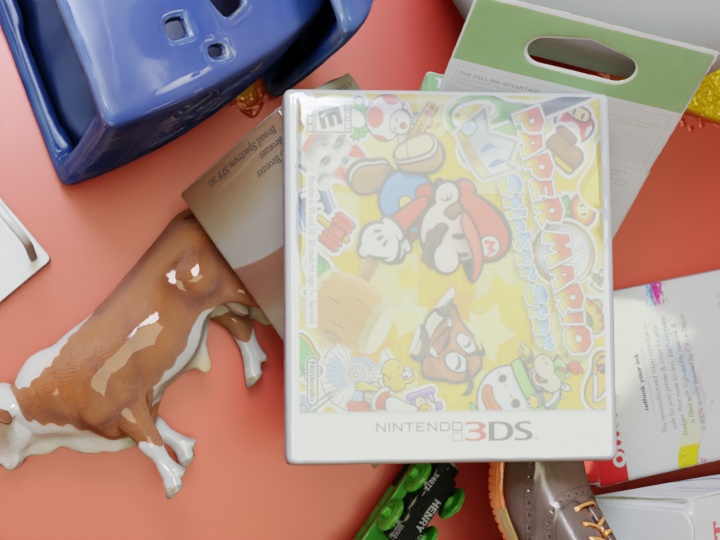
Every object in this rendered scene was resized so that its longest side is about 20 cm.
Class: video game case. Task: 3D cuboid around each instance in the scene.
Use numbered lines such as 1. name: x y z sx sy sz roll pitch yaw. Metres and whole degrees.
1. video game case: 0.048 0.003 0.828 0.180 0.023 0.202 0 85 -7

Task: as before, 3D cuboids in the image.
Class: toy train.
1. toy train: -0.006 0.196 0.933 0.042 0.056 0.201 39 81 -16

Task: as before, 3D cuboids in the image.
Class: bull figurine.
1. bull figurine: -0.130 0.058 0.916 0.121 0.065 0.200 42 81 -8

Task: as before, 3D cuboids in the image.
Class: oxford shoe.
1. oxford shoe: 0.123 0.151 0.861 0.071 0.073 0.202 -12 94 -46

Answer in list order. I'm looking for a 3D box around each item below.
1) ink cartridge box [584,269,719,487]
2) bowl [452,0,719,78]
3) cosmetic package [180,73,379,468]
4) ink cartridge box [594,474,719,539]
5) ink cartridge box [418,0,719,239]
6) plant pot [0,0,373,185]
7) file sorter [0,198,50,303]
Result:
1. ink cartridge box: 0.184 0.067 0.968 0.198 0.067 0.117 -10 88 -10
2. bowl: 0.130 -0.173 0.923 0.198 0.200 0.075 13 110 -11
3. cosmetic package: 0.000 0.000 0.897 0.201 0.103 0.087 53 36 1
4. ink cartridge box: 0.236 0.196 0.920 0.199 0.084 0.147 -1 86 -38
5. ink cartridge box: 0.105 -0.086 0.904 0.144 0.201 0.048 12 47 -8
6. plant pot: -0.111 -0.179 0.872 0.179 0.200 0.202 -21 90 -17
7. file sorter: -0.298 0.001 0.860 0.200 0.125 0.139 -41 93 -9
